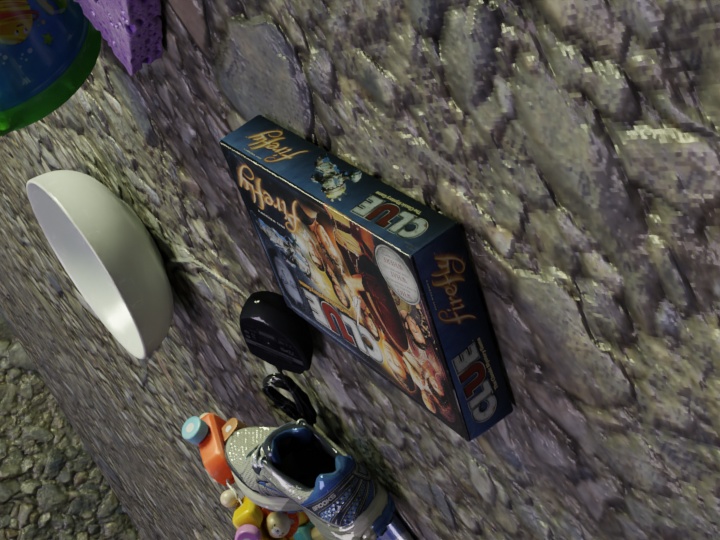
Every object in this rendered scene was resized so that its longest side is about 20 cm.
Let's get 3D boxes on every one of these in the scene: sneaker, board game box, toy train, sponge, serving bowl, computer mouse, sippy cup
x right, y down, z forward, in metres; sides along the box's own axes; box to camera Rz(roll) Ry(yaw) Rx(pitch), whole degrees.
[{"bbox_3d":[-0.053,0.153,1.082,0.199,0.077,0.085,14,144,50],"label":"sneaker"},{"bbox_3d":[0.000,0.000,0.772,0.200,0.035,0.136,33,150,49],"label":"board game box"},{"bbox_3d":[-0.074,0.205,1.212,0.200,0.055,0.151,42,-162,-39],"label":"toy train"},{"bbox_3d":[-0.166,-0.218,0.823,0.112,0.030,0.200,52,161,14],"label":"sponge"},{"bbox_3d":[-0.237,-0.015,1.267,0.200,0.066,0.201,47,158,25],"label":"serving bowl"},{"bbox_3d":[-0.055,0.069,1.033,0.058,0.034,0.200,22,155,15],"label":"computer mouse"},{"bbox_3d":[-0.271,-0.187,0.934,0.178,0.139,0.131,49,171,40],"label":"sippy cup"}]

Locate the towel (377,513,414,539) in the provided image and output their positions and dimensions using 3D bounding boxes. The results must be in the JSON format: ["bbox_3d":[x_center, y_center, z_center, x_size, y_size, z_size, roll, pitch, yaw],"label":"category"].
[{"bbox_3d":[0.054,0.284,1.120,0.200,0.024,0.147,53,160,9],"label":"towel"}]
